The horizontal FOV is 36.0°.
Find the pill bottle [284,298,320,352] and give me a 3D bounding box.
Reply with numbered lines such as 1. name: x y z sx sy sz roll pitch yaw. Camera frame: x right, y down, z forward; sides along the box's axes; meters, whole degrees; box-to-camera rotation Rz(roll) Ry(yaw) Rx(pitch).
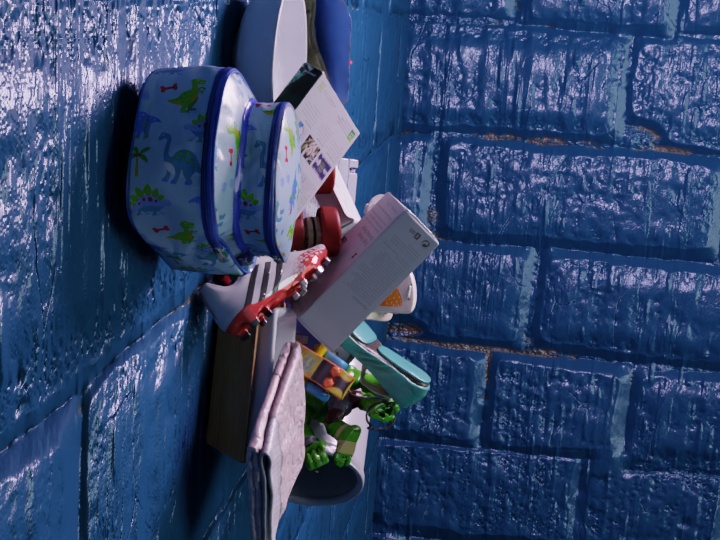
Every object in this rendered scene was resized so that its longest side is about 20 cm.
1. pill bottle: -0.087 0.035 1.632 0.112 0.112 0.201 -31 127 -81

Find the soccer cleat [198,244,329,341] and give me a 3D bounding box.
1. soccer cleat: -0.112 0.007 1.331 0.200 0.085 0.069 -41 173 -44

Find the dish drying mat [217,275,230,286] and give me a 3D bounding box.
1. dish drying mat: -0.155 -0.004 1.448 0.200 0.018 0.077 65 30 -77

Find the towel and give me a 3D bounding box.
1. towel: -0.099 0.221 1.358 0.191 0.032 0.200 -74 169 -52

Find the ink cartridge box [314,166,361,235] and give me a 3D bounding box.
1. ink cartridge box: -0.064 -0.151 1.585 0.200 0.043 0.174 65 8 5

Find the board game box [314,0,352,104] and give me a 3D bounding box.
1. board game box: -0.048 -0.324 1.537 0.039 0.158 0.200 -23 133 -31

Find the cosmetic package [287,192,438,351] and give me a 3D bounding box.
1. cosmetic package: 0.000 0.000 1.448 0.200 0.074 0.102 -45 -159 2

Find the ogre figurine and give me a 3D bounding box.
1. ogre figurine: -0.029 0.197 1.590 0.200 0.120 0.098 -48 142 -14

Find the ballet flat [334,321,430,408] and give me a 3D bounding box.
1. ballet flat: 0.007 0.122 1.560 0.070 0.200 0.067 -54 164 16

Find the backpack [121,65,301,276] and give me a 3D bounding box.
1. backpack: -0.133 -0.097 1.043 0.200 0.146 0.184 55 39 -75

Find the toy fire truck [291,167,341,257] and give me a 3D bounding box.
1. toy fire truck: -0.098 -0.085 1.479 0.168 0.112 0.201 173 -87 -78

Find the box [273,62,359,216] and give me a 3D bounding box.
1. box: -0.090 -0.129 1.328 0.200 0.036 0.144 -55 152 -10

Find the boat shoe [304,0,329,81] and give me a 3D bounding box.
1. boat shoe: -0.096 -0.326 1.488 0.068 0.075 0.201 -135 -150 -58

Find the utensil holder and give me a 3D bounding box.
1. utensil holder: -0.066 0.240 1.738 0.170 0.169 0.200 87 9 -48

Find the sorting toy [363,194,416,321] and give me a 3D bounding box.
1. sorting toy: 0.020 -0.020 1.694 0.200 0.106 0.181 143 -48 -79

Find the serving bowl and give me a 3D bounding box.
1. serving bowl: -0.116 -0.256 1.367 0.200 0.066 0.201 5 90 -82

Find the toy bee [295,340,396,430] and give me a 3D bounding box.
1. toy bee: -0.046 0.133 1.504 0.109 0.199 0.131 62 39 -72

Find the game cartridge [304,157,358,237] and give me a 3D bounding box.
1. game cartridge: -0.068 -0.079 1.723 0.038 0.129 0.201 10 -84 54

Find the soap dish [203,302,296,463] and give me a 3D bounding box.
1. soap dish: -0.139 0.137 1.421 0.157 0.081 0.201 21 75 -82
